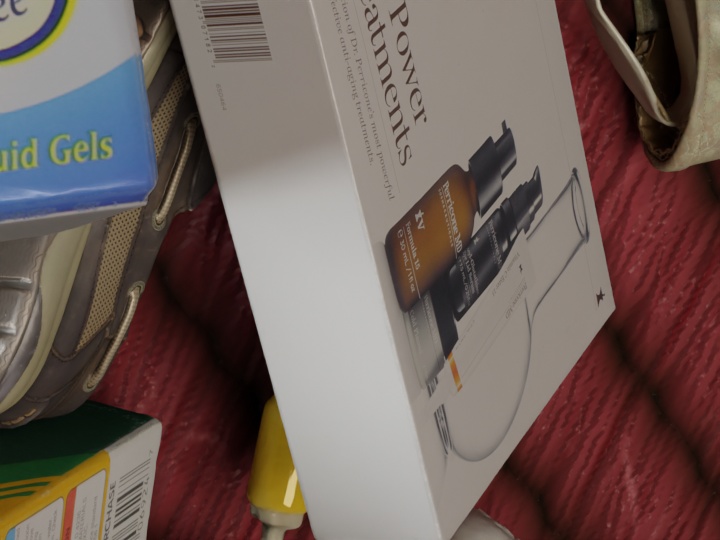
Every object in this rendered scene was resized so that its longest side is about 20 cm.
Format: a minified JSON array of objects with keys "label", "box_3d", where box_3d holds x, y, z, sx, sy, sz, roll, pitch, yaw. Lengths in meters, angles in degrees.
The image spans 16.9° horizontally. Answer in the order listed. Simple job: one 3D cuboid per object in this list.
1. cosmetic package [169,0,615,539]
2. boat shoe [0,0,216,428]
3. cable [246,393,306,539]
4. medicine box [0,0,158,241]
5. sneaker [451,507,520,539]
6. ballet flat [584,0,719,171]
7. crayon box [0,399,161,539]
[{"label":"cosmetic package","box_3d":[0.016,-0.038,0.758,0.151,0.051,0.201,-50,133,-51]},{"label":"boat shoe","box_3d":[-0.082,-0.047,0.738,0.073,0.074,0.201,26,88,-60]},{"label":"cable","box_3d":[0.000,0.000,0.806,0.097,0.050,0.201,-13,113,-32]},{"label":"medicine box","box_3d":[-0.163,-0.100,0.604,0.181,0.103,0.201,-9,89,-28]},{"label":"sneaker","box_3d":[0.060,0.177,0.895,0.080,0.076,0.201,-28,118,-9]},{"label":"ballet flat","box_3d":[0.101,-0.120,0.816,0.062,0.067,0.201,-25,118,-10]},{"label":"crayon box","box_3d":[-0.126,0.120,0.703,0.200,0.051,0.127,-32,133,-69]}]
